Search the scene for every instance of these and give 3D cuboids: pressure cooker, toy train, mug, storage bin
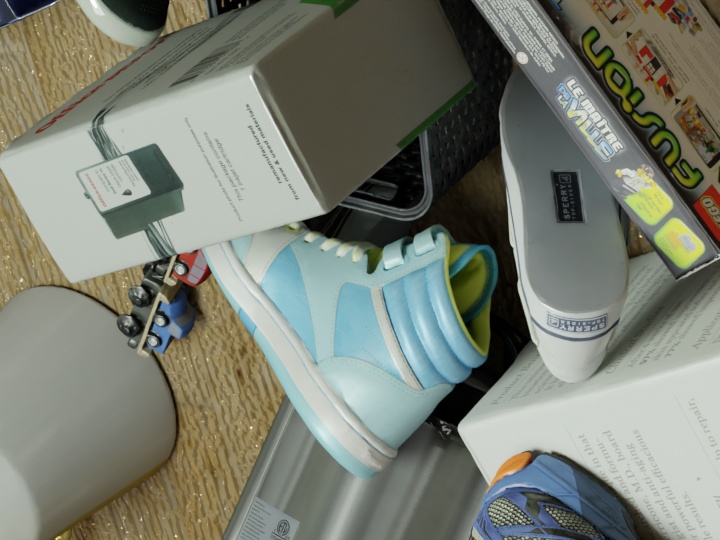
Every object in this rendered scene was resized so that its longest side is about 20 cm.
[{"bbox_3d":[0.031,0.115,1.560,0.175,0.179,0.201,23,90,10],"label":"pressure cooker"},{"bbox_3d":[-0.106,-0.016,1.698,0.046,0.034,0.201,28,133,2],"label":"toy train"},{"bbox_3d":[-0.215,0.128,1.795,0.149,0.153,0.188,-5,117,39],"label":"mug"},{"bbox_3d":[-0.002,-0.143,1.484,0.134,0.094,0.201,13,127,30],"label":"storage bin"}]

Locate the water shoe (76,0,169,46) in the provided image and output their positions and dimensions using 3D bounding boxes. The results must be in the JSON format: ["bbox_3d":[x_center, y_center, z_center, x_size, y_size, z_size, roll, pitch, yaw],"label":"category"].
[{"bbox_3d":[-0.118,-0.223,1.476,0.079,0.071,0.202,-14,77,42],"label":"water shoe"}]

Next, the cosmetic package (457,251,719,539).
[{"bbox_3d":[0.196,0.084,1.436,0.199,0.167,0.167,-18,109,44],"label":"cosmetic package"}]

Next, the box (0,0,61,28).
[{"bbox_3d":[-0.208,-0.163,1.608,0.199,0.121,0.033,-16,108,43],"label":"box"}]

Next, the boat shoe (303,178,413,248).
[{"bbox_3d":[-0.026,-0.009,1.605,0.068,0.074,0.200,45,155,7],"label":"boat shoe"}]

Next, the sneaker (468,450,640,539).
[{"bbox_3d":[0.136,0.172,1.368,0.199,0.078,0.076,28,135,18],"label":"sneaker"}]

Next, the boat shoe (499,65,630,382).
[{"bbox_3d":[0.103,-0.031,1.420,0.073,0.201,0.066,5,137,3],"label":"boat shoe"}]

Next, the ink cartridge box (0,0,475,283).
[{"bbox_3d":[-0.065,-0.077,1.409,0.199,0.147,0.083,-13,110,44],"label":"ink cartridge box"}]

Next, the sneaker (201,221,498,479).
[{"bbox_3d":[0.000,0.000,1.477,0.130,0.079,0.201,-39,61,9],"label":"sneaker"}]

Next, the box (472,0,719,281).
[{"bbox_3d":[0.136,-0.106,1.390,0.035,0.110,0.200,-31,98,46],"label":"box"}]
